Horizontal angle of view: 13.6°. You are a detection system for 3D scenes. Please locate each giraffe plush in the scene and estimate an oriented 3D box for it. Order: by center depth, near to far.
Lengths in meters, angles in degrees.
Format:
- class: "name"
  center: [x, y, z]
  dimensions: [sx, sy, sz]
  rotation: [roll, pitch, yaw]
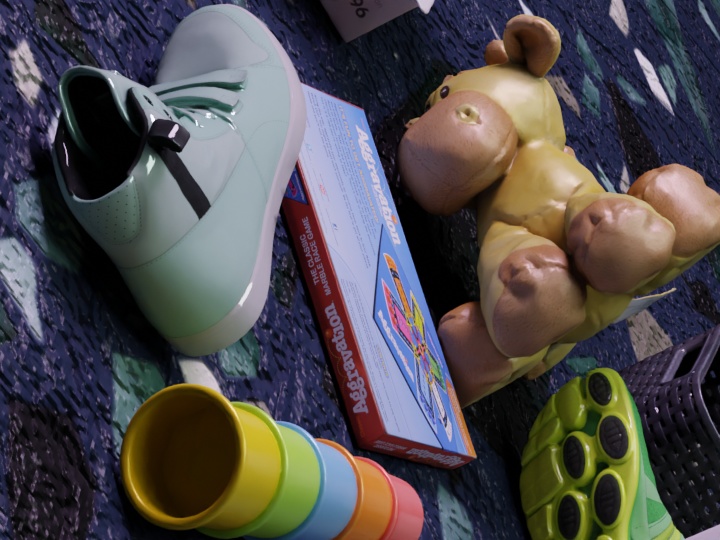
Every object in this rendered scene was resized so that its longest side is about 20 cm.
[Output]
- class: "giraffe plush"
  center: [0.088, -0.042, 1.601]
  dimensions: [0.163, 0.172, 0.200]
  rotation: [57, 15, 8]

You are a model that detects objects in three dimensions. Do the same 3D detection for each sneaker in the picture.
- class: "sneaker"
  center: [-0.082, -0.073, 1.327]
  dimensions: [0.118, 0.073, 0.201]
  rotation: [54, 26, -40]
- class: "sneaker"
  center: [0.139, 0.153, 1.601]
  dimensions: [0.083, 0.074, 0.201]
  rotation: [8, 68, -62]

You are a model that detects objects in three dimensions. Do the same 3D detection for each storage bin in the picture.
- class: "storage bin"
  center: [0.208, 0.148, 1.730]
  dimensions: [0.201, 0.093, 0.135]
  rotation: [62, 22, -8]

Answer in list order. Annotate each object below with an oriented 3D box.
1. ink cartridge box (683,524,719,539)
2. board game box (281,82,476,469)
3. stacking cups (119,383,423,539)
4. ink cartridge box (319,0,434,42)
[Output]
- class: "ink cartridge box"
  center: [0.141, 0.228, 1.343]
  dimensions: [0.147, 0.199, 0.145]
  rotation: [47, 27, -37]
- class: "board game box"
  center: [0.000, 0.000, 1.516]
  dimensions: [0.103, 0.019, 0.201]
  rotation: [18, 50, -59]
- class: "stacking cups"
  center: [-0.026, 0.096, 1.296]
  dimensions: [0.200, 0.060, 0.061]
  rotation: [25, 44, -59]
- class: "ink cartridge box"
  center: [0.001, -0.208, 1.678]
  dimensions: [0.116, 0.068, 0.200]
  rotation: [58, 22, -15]
